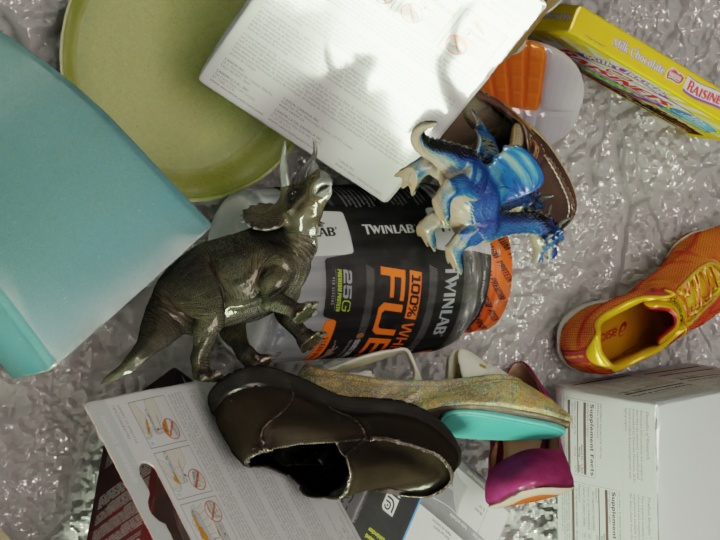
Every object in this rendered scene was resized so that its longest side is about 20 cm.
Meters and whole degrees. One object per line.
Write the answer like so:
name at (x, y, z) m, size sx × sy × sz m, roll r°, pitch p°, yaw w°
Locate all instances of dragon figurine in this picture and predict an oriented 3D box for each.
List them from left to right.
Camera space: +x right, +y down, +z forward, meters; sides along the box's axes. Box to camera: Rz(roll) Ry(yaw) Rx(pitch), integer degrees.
dragon figurine at (0.082, -0.065, 1.536) m, size 0.099 × 0.059 × 0.201 m, roll -38°, pitch 140°, yaw -14°

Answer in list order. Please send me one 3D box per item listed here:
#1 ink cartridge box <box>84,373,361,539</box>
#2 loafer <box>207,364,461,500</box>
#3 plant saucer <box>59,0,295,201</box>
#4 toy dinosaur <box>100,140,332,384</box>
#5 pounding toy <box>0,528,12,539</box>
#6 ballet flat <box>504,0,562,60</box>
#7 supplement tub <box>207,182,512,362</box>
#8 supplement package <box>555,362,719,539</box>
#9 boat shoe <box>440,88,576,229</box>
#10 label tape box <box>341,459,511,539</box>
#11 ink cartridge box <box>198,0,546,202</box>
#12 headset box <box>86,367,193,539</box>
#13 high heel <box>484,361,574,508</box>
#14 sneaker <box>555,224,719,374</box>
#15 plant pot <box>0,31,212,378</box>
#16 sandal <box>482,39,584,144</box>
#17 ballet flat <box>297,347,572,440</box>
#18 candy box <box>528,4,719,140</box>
ink cartridge box at (-0.092, 0.152, 1.484) m, size 0.199 × 0.050 × 0.163 m, roll -9°, pitch 66°, yaw -54°
loafer at (-0.016, 0.125, 1.513) m, size 0.199 × 0.073 × 0.072 m, roll 17°, pitch 48°, yaw -33°
plant saucer at (-0.121, -0.149, 1.591) m, size 0.198 × 0.031 × 0.202 m, roll -3°, pitch 97°, yaw -27°
toy dinosaur at (-0.085, 0.014, 1.498) m, size 0.199 × 0.103 × 0.077 m, roll -33°, pitch 156°, yaw 6°
pounding toy at (-0.279, 0.255, 1.476) m, size 0.184 × 0.200 × 0.143 m, roll -41°, pitch 134°, yaw -15°
ballet flat at (0.114, -0.190, 1.621) m, size 0.200 × 0.068 × 0.063 m, roll -47°, pitch 146°, yaw -29°
supplement tub at (0.000, 0.000, 1.619) m, size 0.198 × 0.122 × 0.124 m, roll -3°, pitch 97°, yaw -27°
supplement package at (0.243, 0.184, 1.759) m, size 0.155 × 0.110 × 0.202 m, roll -7°, pitch 99°, yaw -39°
boat shoe at (0.092, -0.087, 1.633) m, size 0.072 × 0.072 × 0.200 m, roll -38°, pitch 120°, yaw 6°
label tape box at (0.016, 0.220, 1.648) m, size 0.144 × 0.063 × 0.201 m, roll 41°, pitch 63°, yaw -36°
ink cartridge box at (0.009, -0.161, 1.528) m, size 0.160 × 0.050 × 0.200 m, roll 33°, pitch 122°, yaw -10°
headset box at (-0.107, 0.189, 1.544) m, size 0.075 × 0.201 × 0.148 m, roll -36°, pitch 119°, yaw 29°
high heel at (0.115, 0.118, 1.663) m, size 0.067 × 0.200 × 0.097 m, roll -13°, pitch 88°, yaw 2°
sneaker at (0.246, 0.028, 1.779) m, size 0.199 × 0.077 × 0.073 m, roll -33°, pitch 108°, yaw -23°
plant pot at (-0.226, -0.054, 1.484) m, size 0.141 × 0.141 × 0.200 m, roll -42°, pitch 100°, yaw -18°
sandal at (0.067, -0.150, 1.671) m, size 0.205 × 0.059 × 0.080 m, roll 10°, pitch 113°, yaw -20°
ballet flat at (0.049, 0.086, 1.592) m, size 0.198 × 0.071 × 0.071 m, roll -2°, pitch 97°, yaw -4°
candy box at (0.209, -0.149, 1.726) m, size 0.199 × 0.102 × 0.027 m, roll 26°, pitch 83°, yaw -27°
